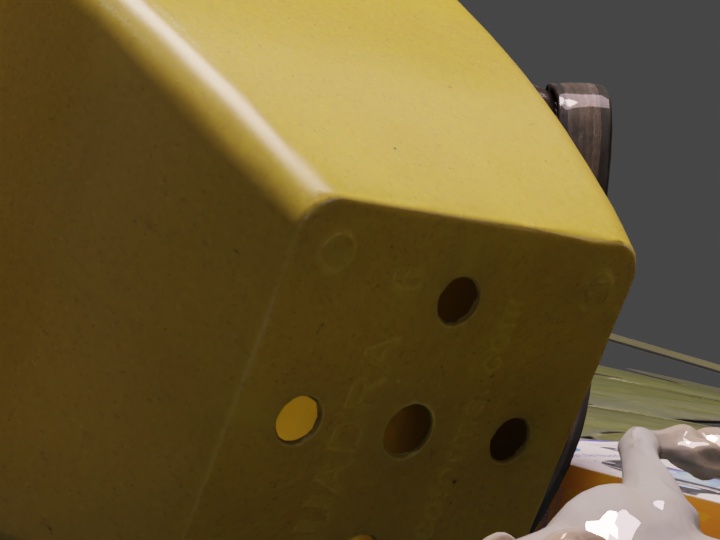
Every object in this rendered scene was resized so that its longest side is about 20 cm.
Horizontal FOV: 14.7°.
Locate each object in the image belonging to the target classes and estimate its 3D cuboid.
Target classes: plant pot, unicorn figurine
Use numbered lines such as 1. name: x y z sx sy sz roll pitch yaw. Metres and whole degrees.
1. plant pot: -0.034 0.011 0.872 0.199 0.201 0.176 8 20 -42
2. unicorn figurine: 0.084 0.092 0.716 0.199 0.074 0.137 18 17 23

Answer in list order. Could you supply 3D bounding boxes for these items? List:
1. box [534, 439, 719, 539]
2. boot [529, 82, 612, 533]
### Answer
1. box: 0.136 0.101 1.116 0.199 0.042 0.119 10 2 37
2. boot: 0.000 0.000 1.056 0.173 0.201 0.069 7 -8 -8
